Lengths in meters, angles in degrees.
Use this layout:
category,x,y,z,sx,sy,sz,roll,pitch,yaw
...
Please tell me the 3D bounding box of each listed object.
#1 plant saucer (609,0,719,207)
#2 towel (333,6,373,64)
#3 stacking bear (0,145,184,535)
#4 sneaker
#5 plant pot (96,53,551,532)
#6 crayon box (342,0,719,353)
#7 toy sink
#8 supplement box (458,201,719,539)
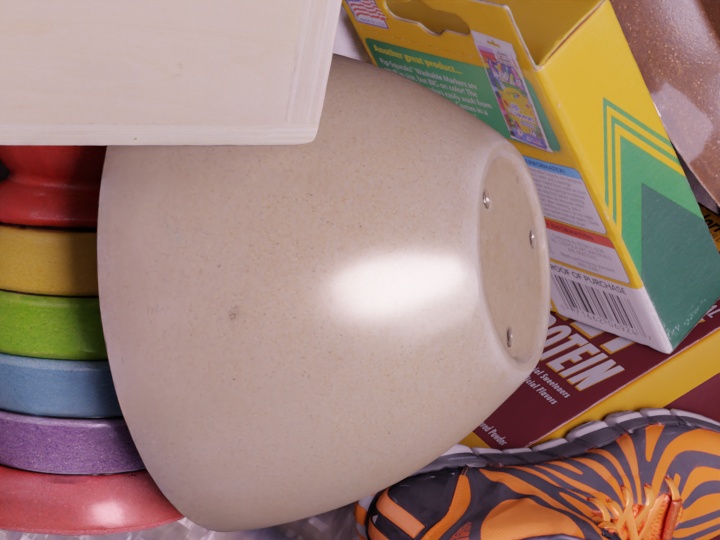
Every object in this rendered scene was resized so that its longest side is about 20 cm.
category,x,y,z,sx,sy,sz,roll,pitch,yaw
plant saucer,0.168,-0.111,1.076,0.037,0.201,0.200,-27,132,23
towel,0.039,-0.083,1.078,0.199,0.031,0.150,5,102,-38
stacking bear,-0.117,-0.002,0.940,0.121,0.113,0.202,-8,103,-43
sneaker,0.105,0.118,0.967,0.199,0.112,0.078,-7,113,-24
plant pot,0.000,0.000,0.911,0.200,0.134,0.202,-6,90,-68
crayon box,0.077,-0.064,1.017,0.052,0.125,0.201,-45,127,-20
toy sink,-0.112,-0.130,0.819,0.198,0.131,0.112,0,145,-8
supplement box,0.132,0.102,1.123,0.196,0.133,0.201,-30,121,-14
